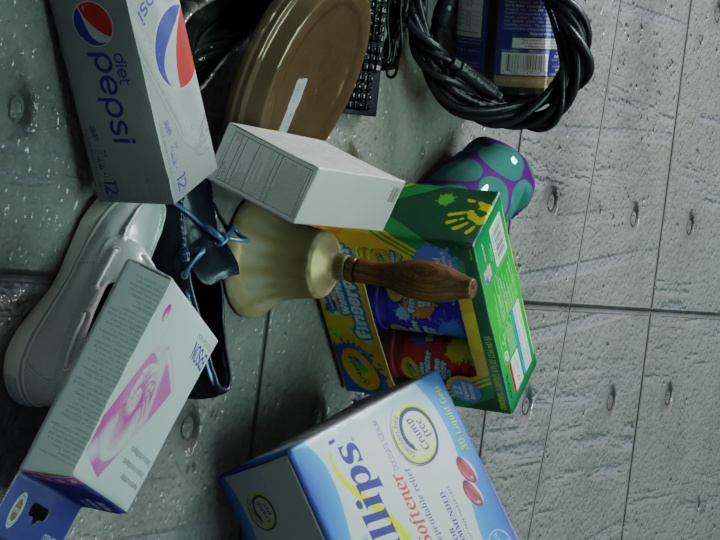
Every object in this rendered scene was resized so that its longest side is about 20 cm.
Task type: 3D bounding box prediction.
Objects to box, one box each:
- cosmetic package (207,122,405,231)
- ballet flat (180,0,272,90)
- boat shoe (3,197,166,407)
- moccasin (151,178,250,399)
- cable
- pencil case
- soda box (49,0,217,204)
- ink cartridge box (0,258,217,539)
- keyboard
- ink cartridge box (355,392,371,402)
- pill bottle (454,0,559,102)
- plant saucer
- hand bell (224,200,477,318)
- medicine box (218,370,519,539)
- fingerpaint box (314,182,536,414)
[{"bbox_3d":[-0.040,-0.070,1.650,0.051,0.082,0.200,-63,162,8],"label":"cosmetic package"},{"bbox_3d":[-0.110,-0.181,1.593,0.200,0.056,0.067,-57,143,-41],"label":"ballet flat"},{"bbox_3d":[-0.178,0.015,1.497,0.200,0.068,0.072,-58,145,-40],"label":"boat shoe"},{"bbox_3d":[-0.119,-0.002,1.611,0.080,0.068,0.202,-28,120,-58],"label":"moccasin"},{"bbox_3d":[0.127,-0.214,1.946,0.162,0.051,0.201,-25,106,-9],"label":"cable"},{"bbox_3d":[0.092,-0.049,2.004,0.200,0.085,0.093,-46,120,-50],"label":"pencil case"},{"bbox_3d":[-0.160,-0.148,1.472,0.063,0.068,0.201,-45,130,-51],"label":"soda box"},{"bbox_3d":[-0.171,0.108,1.457,0.201,0.043,0.196,-64,170,-9],"label":"ink cartridge box"},{"bbox_3d":[0.019,-0.235,1.857,0.104,0.039,0.202,-3,101,-63],"label":"keyboard"},{"bbox_3d":[0.030,0.230,1.966,0.137,0.076,0.201,-59,144,-37],"label":"ink cartridge box"},{"bbox_3d":[0.148,-0.264,2.026,0.112,0.111,0.202,-15,111,-61],"label":"pill bottle"},{"bbox_3d":[-0.046,-0.154,1.692,0.200,0.029,0.201,-53,159,-29],"label":"plant saucer"},{"bbox_3d":[0.000,0.000,1.703,0.104,0.199,0.105,-26,120,-58],"label":"hand bell"},{"bbox_3d":[0.011,0.208,1.773,0.199,0.103,0.183,-25,90,-45],"label":"medicine box"},{"bbox_3d":[0.051,0.023,1.849,0.074,0.166,0.201,-59,147,-41],"label":"fingerpaint box"}]
